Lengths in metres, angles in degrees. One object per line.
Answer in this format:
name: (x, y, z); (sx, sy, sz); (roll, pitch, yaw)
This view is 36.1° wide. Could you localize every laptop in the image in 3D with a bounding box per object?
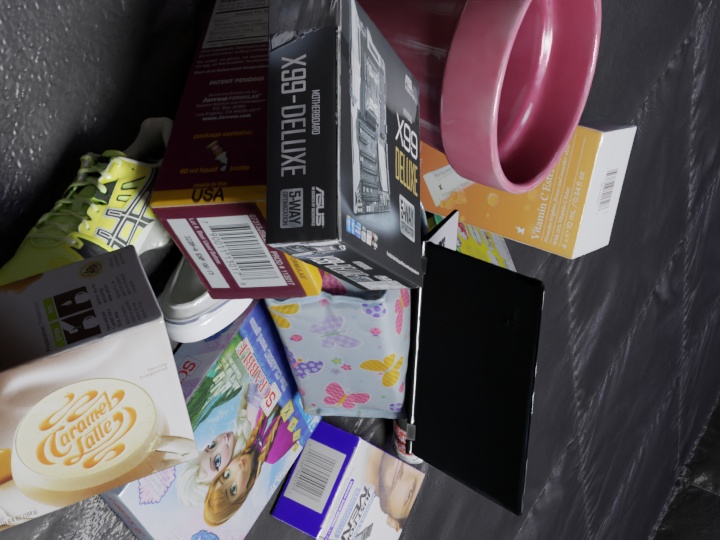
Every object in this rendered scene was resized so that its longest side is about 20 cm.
laptop: (0.103, 0.066, 0.925); (0.200, 0.115, 0.189); (-41, 137, -67)

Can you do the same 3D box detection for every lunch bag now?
lunch bag: (0.000, 0.000, 0.963); (0.170, 0.126, 0.201); (77, 16, -47)

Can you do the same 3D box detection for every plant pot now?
plant pot: (0.086, -0.187, 0.949); (0.200, 0.178, 0.202); (-39, 139, -43)

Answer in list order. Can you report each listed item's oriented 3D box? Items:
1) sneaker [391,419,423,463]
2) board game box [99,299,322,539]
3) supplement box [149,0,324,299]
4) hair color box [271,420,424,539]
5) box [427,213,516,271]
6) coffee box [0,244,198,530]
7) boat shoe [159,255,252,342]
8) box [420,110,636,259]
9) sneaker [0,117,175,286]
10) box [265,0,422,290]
sneaker: (0.093, 0.131, 1.289); (0.202, 0.067, 0.108); (-55, 160, -37)
board game box: (-0.122, 0.147, 0.938); (0.200, 0.041, 0.201); (-56, 148, -25)
supplement box: (-0.066, -0.094, 0.768); (0.111, 0.085, 0.202); (65, 28, -52)
hair color box: (-0.007, 0.237, 1.176); (0.110, 0.064, 0.200); (-66, 153, -9)
box: (0.125, 0.005, 1.214); (0.200, 0.048, 0.118); (22, 46, -63)
coffee box: (-0.203, 0.077, 0.618); (0.198, 0.080, 0.115); (-18, 130, -15)
boat shoe: (-0.099, -0.037, 0.846); (0.201, 0.073, 0.066); (-62, 148, -35)
box: (0.152, -0.105, 1.095); (0.097, 0.199, 0.126); (-17, 122, -55)
sneaker: (-0.175, -0.034, 0.714); (0.200, 0.075, 0.077); (-51, 141, -50)
box: (-0.006, -0.078, 0.733); (0.200, 0.049, 0.160); (30, 59, -71)
